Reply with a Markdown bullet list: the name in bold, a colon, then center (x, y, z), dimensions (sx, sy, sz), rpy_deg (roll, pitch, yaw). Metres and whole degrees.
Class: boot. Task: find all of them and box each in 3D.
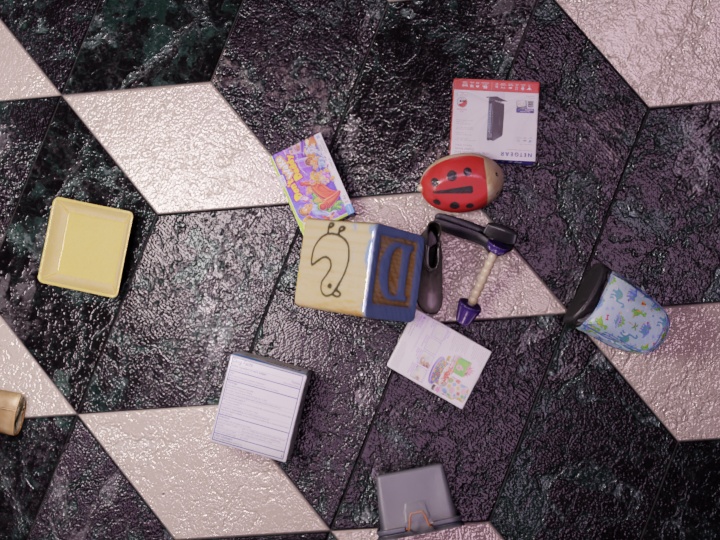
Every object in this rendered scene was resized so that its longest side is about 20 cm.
- **boot**: center (-0.882, 0.278, 1.781), dimensions (0.195, 0.066, 0.179), rpy_deg (12, 100, 4)
- **boot**: center (0.154, -0.004, 1.700), dimensions (0.066, 0.131, 0.205), rpy_deg (0, 88, 3)

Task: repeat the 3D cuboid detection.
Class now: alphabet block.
- **alphabet block**: center (0.000, 0.000, 1.642), dimensions (0.197, 0.195, 0.200), rpy_deg (5, 85, 38)

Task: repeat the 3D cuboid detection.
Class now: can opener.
- **can opener**: center (0.260, -0.089, 1.737), dimensions (0.196, 0.063, 0.080), rpy_deg (19, 115, 13)

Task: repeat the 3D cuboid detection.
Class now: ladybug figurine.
- **ladybug figurine**: center (0.226, -0.191, 1.716), dimensions (0.195, 0.072, 0.138), rpy_deg (-8, 113, 9)

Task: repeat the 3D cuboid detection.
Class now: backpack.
- **backpack**: center (0.579, 0.101, 1.679), dimensions (0.198, 0.154, 0.165), rpy_deg (36, 83, -9)

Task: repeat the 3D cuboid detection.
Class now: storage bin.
- **storage bin**: center (0.120, 0.509, 1.684), dimensions (0.195, 0.146, 0.137), rpy_deg (-12, 77, 2)

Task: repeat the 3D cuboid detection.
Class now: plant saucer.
- **plant saucer**: center (-0.637, -0.054, 1.787), dimensions (0.195, 0.048, 0.205), rpy_deg (11, 89, 3)

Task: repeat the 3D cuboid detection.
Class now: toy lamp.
- **toy lamp**: center (0.268, 0.030, 1.705), dimensions (0.057, 0.058, 0.203), rpy_deg (23, 109, 4)

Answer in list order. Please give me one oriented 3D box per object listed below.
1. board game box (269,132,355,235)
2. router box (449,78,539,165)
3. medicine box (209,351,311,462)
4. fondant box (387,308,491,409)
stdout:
- **board game box**: center (-0.110, -0.196, 1.766), dimensions (0.132, 0.045, 0.203), rpy_deg (-25, 87, 2)
- **router box**: center (0.306, -0.341, 1.747), dimensions (0.195, 0.049, 0.184), rpy_deg (3, 88, 3)
- **medicine box**: center (-0.222, 0.305, 1.721), dimensions (0.178, 0.103, 0.204), rpy_deg (14, 88, 4)
- **fondant box**: center (0.177, 0.198, 1.727), dimensions (0.197, 0.058, 0.146), rpy_deg (29, 89, 5)
